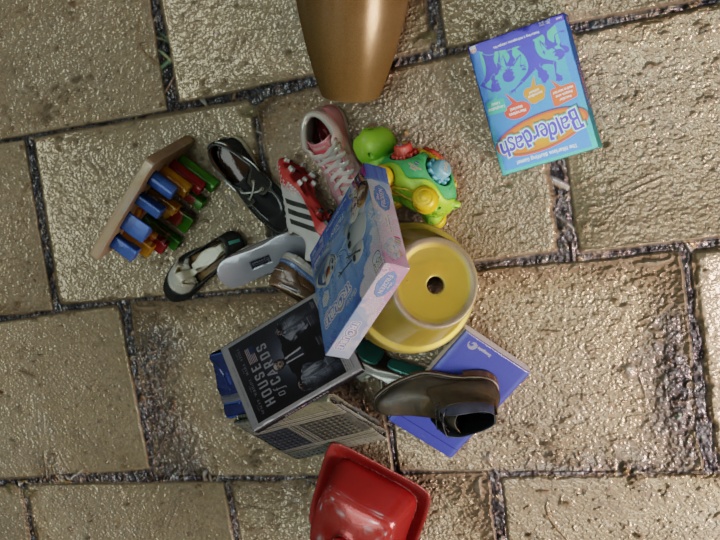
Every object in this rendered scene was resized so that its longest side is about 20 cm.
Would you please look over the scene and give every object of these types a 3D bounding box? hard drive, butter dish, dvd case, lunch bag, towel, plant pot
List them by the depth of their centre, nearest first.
[{"bbox_3d":[0.087,0.024,1.394,0.198,0.189,0.204,1,87,-10],"label":"plant pot"},{"bbox_3d":[-0.015,-0.365,1.433,0.184,0.186,0.202,11,115,20],"label":"plant pot"},{"bbox_3d":[-0.108,0.139,1.469,0.199,0.025,0.151,-30,66,8],"label":"dvd case"},{"bbox_3d":[0.155,0.195,1.495,0.131,0.025,0.201,33,112,-16],"label":"hard drive"},{"bbox_3d":[-0.009,0.422,1.549,0.198,0.148,0.202,24,119,15],"label":"butter dish"},{"bbox_3d":[-0.078,0.254,1.555,0.198,0.192,0.035,-17,54,26],"label":"towel"},{"bbox_3d":[-0.138,0.173,1.581,0.198,0.136,0.134,-15,93,22],"label":"lunch bag"}]

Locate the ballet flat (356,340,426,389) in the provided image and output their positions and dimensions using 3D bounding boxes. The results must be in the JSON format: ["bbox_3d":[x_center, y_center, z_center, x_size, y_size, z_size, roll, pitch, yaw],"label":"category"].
[{"bbox_3d":[0.032,0.166,1.553,0.198,0.069,0.070,25,107,13],"label":"ballet flat"}]

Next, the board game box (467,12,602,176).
[{"bbox_3d":[0.258,-0.258,1.398,0.151,0.045,0.202,-15,93,23],"label":"board game box"}]

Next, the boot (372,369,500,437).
[{"bbox_3d":[0.117,0.205,1.431,0.197,0.097,0.075,-10,116,4],"label":"boot"}]

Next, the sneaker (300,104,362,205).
[{"bbox_3d":[-0.040,-0.167,1.503,0.075,0.105,0.202,-20,92,21],"label":"sneaker"}]

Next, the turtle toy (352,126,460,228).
[{"bbox_3d":[0.070,-0.149,1.453,0.199,0.146,0.102,29,86,15],"label":"turtle toy"}]

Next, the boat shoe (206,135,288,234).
[{"bbox_3d":[-0.185,-0.139,1.588,0.072,0.068,0.201,-40,84,21],"label":"boat shoe"}]

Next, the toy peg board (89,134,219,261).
[{"bbox_3d":[-0.335,-0.104,1.594,0.097,0.199,0.201,34,111,-3],"label":"toy peg board"}]

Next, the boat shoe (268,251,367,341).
[{"bbox_3d":[-0.064,0.058,1.539,0.199,0.072,0.073,39,75,-4],"label":"boat shoe"}]

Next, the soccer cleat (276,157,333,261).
[{"bbox_3d":[-0.098,-0.102,1.529,0.085,0.068,0.201,-49,55,25],"label":"soccer cleat"}]

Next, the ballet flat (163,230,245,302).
[{"bbox_3d":[-0.289,-0.007,1.649,0.199,0.068,0.068,-36,83,23],"label":"ballet flat"}]

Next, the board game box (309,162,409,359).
[{"bbox_3d":[-0.007,-0.014,1.354,0.201,0.043,0.200,-57,32,39],"label":"board game box"}]

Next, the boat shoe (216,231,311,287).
[{"bbox_3d":[-0.144,-0.024,1.588,0.198,0.066,0.073,-22,105,3],"label":"boat shoe"}]

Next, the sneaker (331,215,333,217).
[{"bbox_3d":[0.000,0.000,1.533,0.091,0.076,0.201,-43,80,28],"label":"sneaker"}]
